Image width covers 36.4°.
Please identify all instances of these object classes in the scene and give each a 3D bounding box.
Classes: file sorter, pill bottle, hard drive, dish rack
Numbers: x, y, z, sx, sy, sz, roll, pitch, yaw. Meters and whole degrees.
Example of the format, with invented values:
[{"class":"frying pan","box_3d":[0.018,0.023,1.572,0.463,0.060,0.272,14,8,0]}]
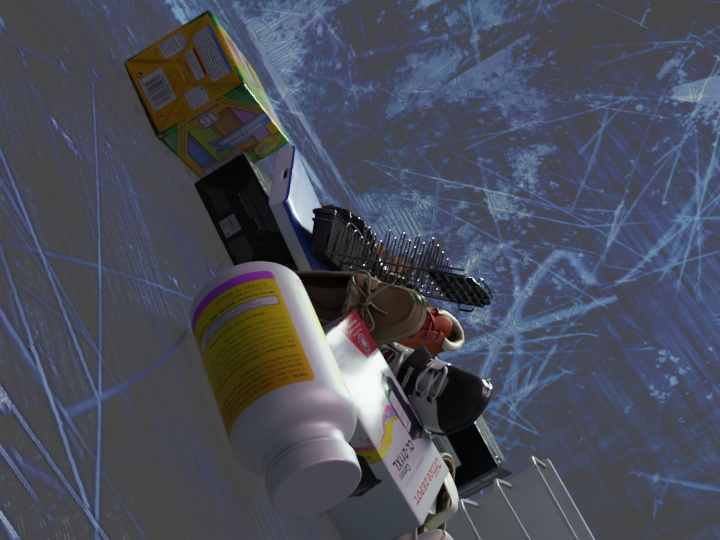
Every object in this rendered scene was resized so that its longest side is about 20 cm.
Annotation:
[{"class":"file sorter","box_3d":[0.151,0.314,1.222,0.139,0.200,0.125,62,7,23]},{"class":"pill bottle","box_3d":[-0.067,0.095,0.887,0.104,0.104,0.200,53,9,-50]},{"class":"hard drive","box_3d":[-0.054,-0.028,1.269,0.132,0.025,0.201,-88,159,-57]},{"class":"dish rack","box_3d":[0.049,-0.007,1.211,0.153,0.199,0.055,43,61,-69]}]

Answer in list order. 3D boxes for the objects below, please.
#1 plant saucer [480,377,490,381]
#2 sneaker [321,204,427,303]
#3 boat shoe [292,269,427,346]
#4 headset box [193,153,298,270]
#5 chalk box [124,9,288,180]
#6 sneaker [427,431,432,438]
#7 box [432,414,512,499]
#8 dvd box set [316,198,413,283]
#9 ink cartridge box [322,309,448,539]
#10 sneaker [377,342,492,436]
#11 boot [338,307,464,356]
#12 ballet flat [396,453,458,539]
[{"class":"plant saucer","box_3d":[0.077,0.166,1.478,0.200,0.199,0.028,26,59,-81]},{"class":"sneaker","box_3d":[0.000,0.000,1.423,0.200,0.074,0.079,50,-16,-15]},{"class":"boat shoe","box_3d":[-0.029,0.036,1.170,0.063,0.199,0.074,64,31,-62]},{"class":"headset box","box_3d":[-0.109,-0.034,1.352,0.149,0.077,0.200,62,7,22]},{"class":"chalk box","box_3d":[-0.176,-0.196,1.344,0.125,0.124,0.200,62,6,24]},{"class":"sneaker","box_3d":[0.046,0.191,1.279,0.088,0.077,0.200,15,36,-11]},{"class":"box","box_3d":[0.104,0.248,1.422,0.105,0.148,0.200,62,4,16]},{"class":"dvd box set","box_3d":[0.000,-0.014,1.565,0.200,0.029,0.146,37,-17,29]},{"class":"ink cartridge box","box_3d":[-0.005,0.157,1.085,0.200,0.083,0.146,59,19,-2]},{"class":"sneaker","box_3d":[0.053,0.119,1.169,0.088,0.074,0.200,41,-21,-29]},{"class":"boot","box_3d":[0.046,0.060,1.276,0.200,0.107,0.075,30,53,-56]},{"class":"ballet flat","box_3d":[0.070,0.269,1.142,0.067,0.062,0.200,48,29,-31]}]
